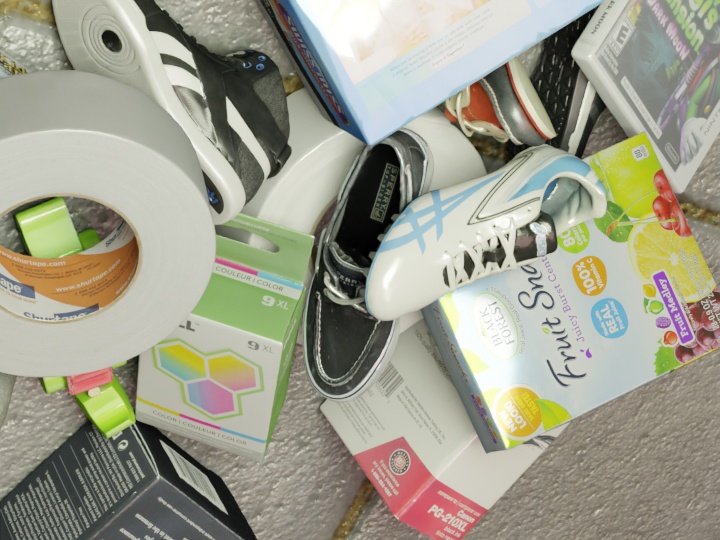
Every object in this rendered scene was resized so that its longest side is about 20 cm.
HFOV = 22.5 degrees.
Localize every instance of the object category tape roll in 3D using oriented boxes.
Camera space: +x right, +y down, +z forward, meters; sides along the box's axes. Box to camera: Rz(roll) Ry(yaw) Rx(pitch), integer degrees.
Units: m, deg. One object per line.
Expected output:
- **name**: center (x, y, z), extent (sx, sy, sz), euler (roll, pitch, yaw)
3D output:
- **tape roll**: center (-0.005, -0.043, 1.343), extent (0.201, 0.071, 0.204), euler (-15, 128, -20)
- **tape roll**: center (-0.194, -0.027, 1.148), extent (0.199, 0.066, 0.201), euler (-8, 132, -8)

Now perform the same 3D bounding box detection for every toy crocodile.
- **toy crocodile**: center (-0.204, 0.035, 1.289), extent (0.067, 0.062, 0.201), euler (-20, 129, -17)

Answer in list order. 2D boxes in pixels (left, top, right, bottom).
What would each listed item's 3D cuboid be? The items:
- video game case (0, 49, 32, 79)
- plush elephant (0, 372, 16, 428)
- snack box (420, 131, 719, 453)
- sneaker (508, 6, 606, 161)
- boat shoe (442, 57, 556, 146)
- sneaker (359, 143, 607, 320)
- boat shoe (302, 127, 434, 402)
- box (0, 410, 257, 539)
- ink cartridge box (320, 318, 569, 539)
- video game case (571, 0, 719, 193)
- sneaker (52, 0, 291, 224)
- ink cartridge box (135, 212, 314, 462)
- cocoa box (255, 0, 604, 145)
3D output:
- **video game case**: center (-0.309, -0.077, 1.146), extent (0.200, 0.046, 0.181), euler (-42, 132, 14)
- **plush elephant**: center (-0.331, 0.109, 1.214), extent (0.154, 0.200, 0.165), euler (31, 112, -22)
- **snack box**: center (0.150, 0.017, 1.319), extent (0.199, 0.068, 0.170), euler (-25, 87, -12)
- **sneaker**: center (0.180, -0.142, 1.376), extent (0.082, 0.072, 0.201), euler (1, 121, -32)
- **boat shoe**: center (0.087, -0.122, 1.258), extent (0.062, 0.200, 0.071), euler (-27, 110, 3)
- **sneaker**: center (0.084, -0.024, 1.223), extent (0.199, 0.072, 0.072), euler (-31, 131, -26)
- **boat shoe**: center (0.000, 0.000, 1.251), extent (0.068, 0.071, 0.201), euler (-29, 139, -72)
- **box**: center (-0.201, 0.224, 1.397), extent (0.200, 0.104, 0.148), euler (-41, 133, 3)
- **ink cartridge box**: center (0.085, 0.094, 1.440), extent (0.200, 0.145, 0.084), euler (-47, 134, 8)
- **video game case**: center (0.249, -0.182, 1.368), extent (0.182, 0.023, 0.200), euler (-57, 140, -10)
- **sneaker**: center (-0.120, -0.140, 1.217), extent (0.112, 0.073, 0.201), euler (-48, 115, -41)
- **ink cartridge box**: center (-0.100, 0.045, 1.291), extent (0.103, 0.060, 0.201), euler (18, 139, 4)
- **cocoa box**: center (0.042, -0.195, 1.194), extent (0.199, 0.131, 0.134), euler (-32, 109, -6)
